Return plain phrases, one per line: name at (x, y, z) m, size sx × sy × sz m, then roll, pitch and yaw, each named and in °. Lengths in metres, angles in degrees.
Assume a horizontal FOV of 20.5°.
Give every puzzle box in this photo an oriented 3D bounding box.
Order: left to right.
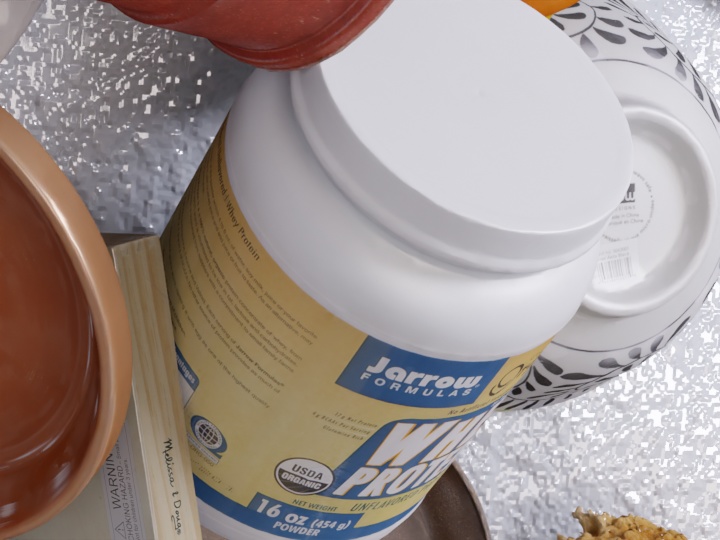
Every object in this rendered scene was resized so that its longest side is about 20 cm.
puzzle box at (-0.116, 0.084, 0.762) m, size 0.025 × 0.133 × 0.201 m, roll -19°, pitch 106°, yaw -48°

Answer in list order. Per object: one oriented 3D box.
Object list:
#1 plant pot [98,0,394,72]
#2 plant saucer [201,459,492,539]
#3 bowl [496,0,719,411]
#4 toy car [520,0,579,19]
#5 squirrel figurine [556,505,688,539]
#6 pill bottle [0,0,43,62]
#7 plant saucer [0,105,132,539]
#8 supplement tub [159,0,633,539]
plant pot at (-0.096, -0.171, 0.606) m, size 0.195 × 0.201 × 0.201 m, roll 3°, pitch 96°, yaw -36°
plant saucer at (-0.035, 0.146, 0.858) m, size 0.200 × 0.032 × 0.201 m, roll -3°, pitch 99°, yaw -22°
bowl at (0.092, -0.030, 0.856) m, size 0.200 × 0.094 × 0.201 m, roll -3°, pitch 98°, yaw -22°
toy car at (0.019, -0.175, 0.765) m, size 0.175 × 0.150 × 0.200 m, roll -45°, pitch 100°, yaw -11°
squirrel figurine at (0.152, 0.202, 0.893) m, size 0.187 × 0.141 × 0.200 m, roll -37°, pitch 112°, yaw -22°
pill bottle at (-0.209, -0.145, 0.700) m, size 0.200 × 0.111 × 0.111 m, roll 35°, pitch 83°, yaw -23°
plant saucer at (-0.169, 0.007, 0.713) m, size 0.032 × 0.200 × 0.201 m, roll -48°, pitch 119°, yaw -54°
supplement tub at (0.000, 0.000, 0.744) m, size 0.144 × 0.200 × 0.145 m, roll 16°, pitch 46°, yaw -18°
